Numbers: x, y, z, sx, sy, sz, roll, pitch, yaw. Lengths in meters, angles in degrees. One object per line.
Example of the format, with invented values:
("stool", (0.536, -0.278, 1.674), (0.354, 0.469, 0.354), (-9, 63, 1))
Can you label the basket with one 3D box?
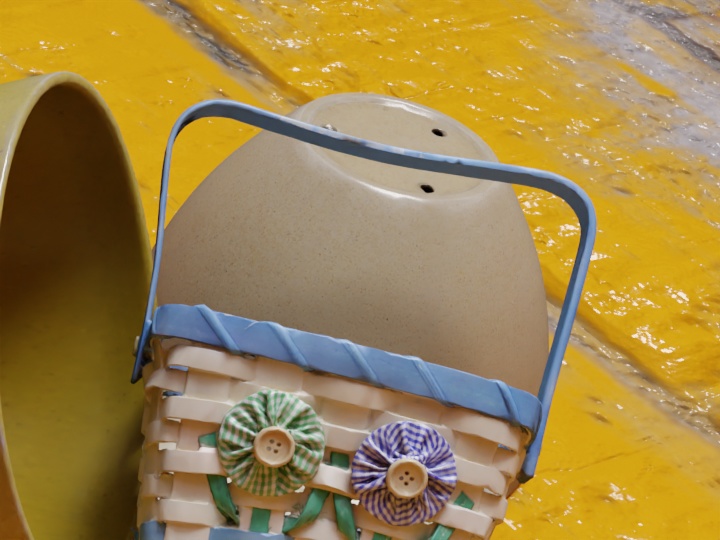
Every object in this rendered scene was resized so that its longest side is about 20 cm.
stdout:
("basket", (-0.004, 0.043, 1.023), (0.176, 0.139, 0.200), (11, 72, -5))

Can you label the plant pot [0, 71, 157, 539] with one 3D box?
("plant pot", (-0.173, 0.028, 1.002), (0.142, 0.200, 0.200), (-3, 27, 12))

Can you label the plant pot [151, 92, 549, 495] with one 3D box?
("plant pot", (0.000, 0.000, 1.163), (0.200, 0.135, 0.200), (12, 29, -7))
